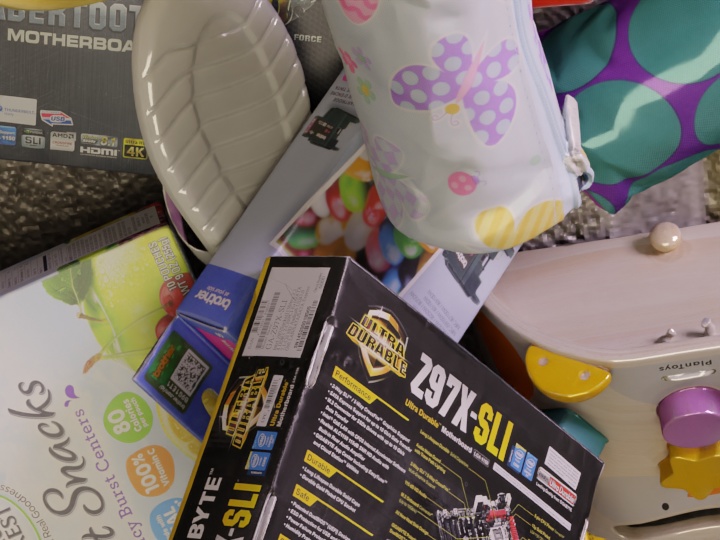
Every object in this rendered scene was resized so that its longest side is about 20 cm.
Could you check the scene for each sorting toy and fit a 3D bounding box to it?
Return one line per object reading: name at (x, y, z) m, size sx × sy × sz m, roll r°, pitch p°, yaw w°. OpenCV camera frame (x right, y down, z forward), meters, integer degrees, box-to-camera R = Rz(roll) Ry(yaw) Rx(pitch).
sorting toy at (0.156, 0.066, 1.069) m, size 0.200 × 0.107 × 0.180 m, roll -9°, pitch 135°, yaw 8°

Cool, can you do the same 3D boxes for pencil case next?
pencil case at (0.157, -0.111, 0.972) m, size 0.200 × 0.085 × 0.092 m, roll -36°, pitch 71°, yaw 19°
pencil case at (0.030, -0.099, 0.873) m, size 0.091 × 0.083 × 0.200 m, roll 23°, pitch 145°, yaw 38°

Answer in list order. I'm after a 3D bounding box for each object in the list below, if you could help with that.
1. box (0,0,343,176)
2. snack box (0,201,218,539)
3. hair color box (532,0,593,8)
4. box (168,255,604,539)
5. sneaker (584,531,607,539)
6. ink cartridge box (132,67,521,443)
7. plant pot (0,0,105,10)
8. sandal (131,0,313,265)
box at (-0.093, -0.121, 0.999) m, size 0.200 × 0.051 × 0.158 m, roll 6°, pitch 117°, yaw -2°
snack box at (-0.111, 0.090, 1.010) m, size 0.142 × 0.053 × 0.200 m, roll -24°, pitch 108°, yaw -2°
hair color box at (0.063, -0.215, 0.911) m, size 0.061 × 0.102 × 0.200 m, roll -1°, pitch 119°, yaw 30°
box at (0.013, 0.110, 0.938) m, size 0.049 × 0.160 × 0.200 m, roll -3°, pitch 151°, yaw 40°
sneaker at (0.071, 0.122, 1.068) m, size 0.077 × 0.073 × 0.200 m, roll -26°, pitch 75°, yaw 2°
ink cartridge box at (0.000, 0.000, 0.979) m, size 0.200 × 0.042 × 0.119 m, roll -54°, pitch 132°, yaw -14°
plant pot at (-0.111, -0.231, 0.858) m, size 0.201 × 0.201 × 0.189 m, roll -39°, pitch 73°, yaw 20°
sandal at (-0.054, -0.039, 0.981) m, size 0.050 × 0.082 × 0.203 m, roll 13°, pitch 134°, yaw 47°
